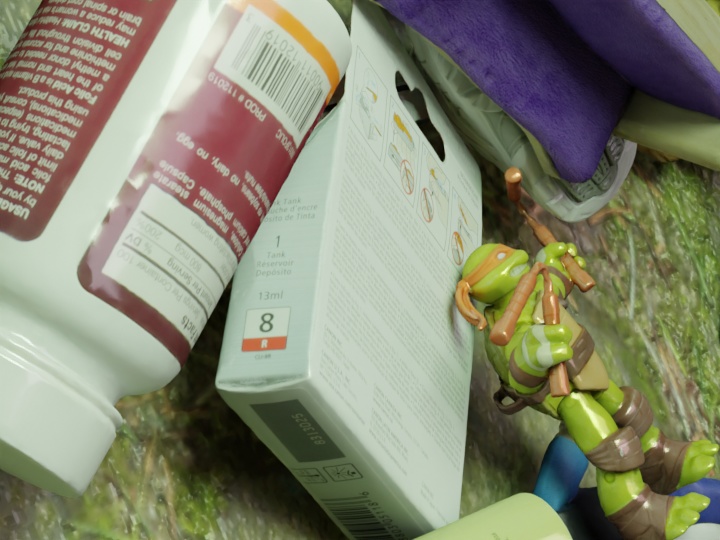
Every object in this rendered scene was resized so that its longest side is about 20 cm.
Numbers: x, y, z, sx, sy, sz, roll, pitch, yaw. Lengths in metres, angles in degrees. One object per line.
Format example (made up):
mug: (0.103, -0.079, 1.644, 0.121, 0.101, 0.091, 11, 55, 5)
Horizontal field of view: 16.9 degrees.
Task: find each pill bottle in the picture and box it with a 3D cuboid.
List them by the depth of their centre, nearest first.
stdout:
pill bottle: (-0.096, -0.025, 0.898, 0.114, 0.114, 0.200, 37, 74, -29)

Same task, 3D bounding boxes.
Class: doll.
doll: (0.117, 0.132, 1.134, 0.200, 0.048, 0.137, -5, 83, -48)

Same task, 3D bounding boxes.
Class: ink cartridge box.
ink cartridge box: (0.000, 0.000, 1.037, 0.162, 0.050, 0.201, 53, 33, -50)

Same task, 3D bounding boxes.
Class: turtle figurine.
turtle figurine: (0.090, 0.048, 1.076, 0.161, 0.064, 0.200, 52, 13, -10)

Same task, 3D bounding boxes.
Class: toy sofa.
toy sofa: (0.092, -0.110, 1.044, 0.200, 0.083, 0.098, 39, 78, -44)

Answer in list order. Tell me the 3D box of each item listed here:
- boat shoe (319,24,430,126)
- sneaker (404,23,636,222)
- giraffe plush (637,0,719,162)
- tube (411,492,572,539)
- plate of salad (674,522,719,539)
boat shoe: (-0.044, -0.086, 1.051, 0.202, 0.074, 0.086, -19, 86, -51)
sneaker: (0.048, -0.104, 1.136, 0.078, 0.099, 0.200, -47, 132, -17)
giraffe plush: (0.244, -0.098, 1.230, 0.172, 0.200, 0.162, -34, 68, -29)
tube: (0.000, 0.150, 0.982, 0.199, 0.052, 0.058, -21, 58, -30)
plate of salad: (0.159, 0.216, 1.106, 0.200, 0.048, 0.201, -2, 92, -51)
